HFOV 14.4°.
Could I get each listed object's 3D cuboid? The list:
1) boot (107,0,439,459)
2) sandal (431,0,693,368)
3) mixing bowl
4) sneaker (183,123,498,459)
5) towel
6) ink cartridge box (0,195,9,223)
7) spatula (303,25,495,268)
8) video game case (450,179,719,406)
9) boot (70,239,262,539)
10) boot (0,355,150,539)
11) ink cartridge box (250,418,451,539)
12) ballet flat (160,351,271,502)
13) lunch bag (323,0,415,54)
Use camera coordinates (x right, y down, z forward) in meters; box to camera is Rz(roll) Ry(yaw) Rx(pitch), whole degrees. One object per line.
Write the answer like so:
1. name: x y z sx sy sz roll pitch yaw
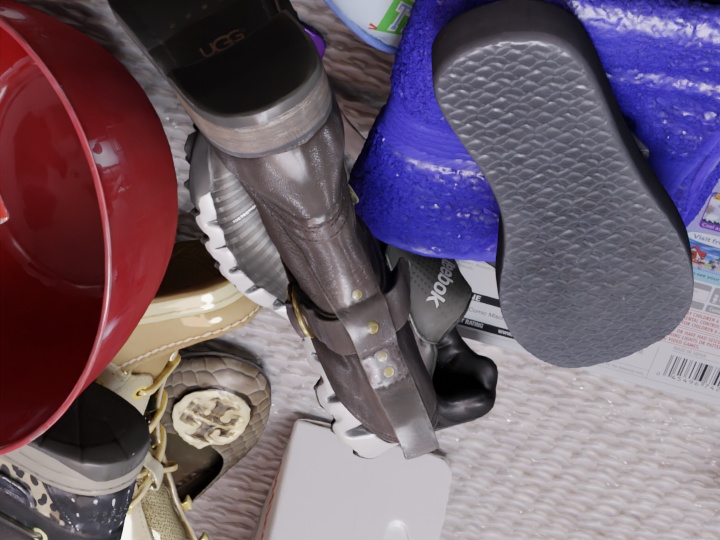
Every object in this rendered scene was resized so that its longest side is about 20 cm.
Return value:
1. boot: -0.030 -0.034 1.110 0.069 0.200 0.174 -23 126 0
2. sandal: 0.079 -0.034 1.060 0.076 0.043 0.200 -10 139 9
3. mixing bowl: -0.150 -0.032 1.183 0.200 0.108 0.201 10 109 33
4. sneaker: 0.000 0.000 1.221 0.090 0.067 0.200 -9 131 30
5. towel: 0.082 -0.059 1.087 0.147 0.050 0.200 1 152 -10
6. ink cartridge box: -0.247 -0.077 1.147 0.173 0.043 0.201 -23 89 38
7. spatula: 0.004 -0.052 1.202 0.200 0.021 0.057 38 136 -4
8. video game case: 0.128 -0.017 1.225 0.199 0.022 0.182 15 138 -1
9. boot: -0.100 0.078 1.300 0.199 0.073 0.156 -18 102 35
10. boot: -0.185 0.100 1.278 0.203 0.073 0.154 25 125 28
11. ink cartridge box: -0.027 0.191 1.392 0.082 0.147 0.200 16 137 -4
12. ballet flat: -0.106 0.103 1.391 0.067 0.046 0.200 30 135 -19
13. lunch bag: 0.025 -0.176 1.041 0.160 0.076 0.200 -25 125 31
